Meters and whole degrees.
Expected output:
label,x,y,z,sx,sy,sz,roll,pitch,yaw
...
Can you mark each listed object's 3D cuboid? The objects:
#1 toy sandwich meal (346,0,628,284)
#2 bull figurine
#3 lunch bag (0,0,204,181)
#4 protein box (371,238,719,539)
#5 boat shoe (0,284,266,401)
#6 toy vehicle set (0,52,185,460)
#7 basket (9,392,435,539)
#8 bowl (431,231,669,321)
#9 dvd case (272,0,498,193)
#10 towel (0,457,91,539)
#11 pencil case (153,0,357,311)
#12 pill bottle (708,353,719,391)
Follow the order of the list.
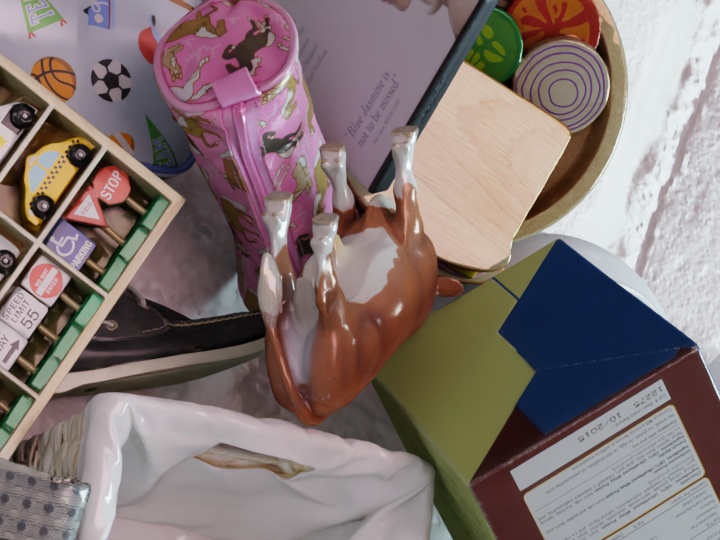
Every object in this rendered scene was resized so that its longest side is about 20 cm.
label,x,y,z,sx,sy,sz,roll,pitch,yaw
toy sandwich meal,0.064,-0.098,1.338,0.204,0.070,0.206,-1,96,-9
bull figurine,0.000,0.000,1.205,0.200,0.065,0.122,-56,140,-60
lunch bag,-0.165,-0.142,1.267,0.160,0.075,0.201,5,74,-30
protein box,0.123,0.123,1.235,0.134,0.199,0.201,-30,112,-6
boat shoe,-0.131,0.032,1.240,0.199,0.072,0.068,-4,79,-32
toy vehicle set,-0.191,0.006,1.165,0.124,0.026,0.200,37,68,-12
basket,-0.085,0.185,1.171,0.197,0.161,0.201,14,68,-30
bowl,0.125,0.061,1.393,0.200,0.090,0.202,10,71,-31
dvd case,-0.021,-0.160,1.278,0.018,0.143,0.200,-15,55,-47
towel,-0.243,0.162,1.075,0.199,0.035,0.194,15,92,0
pencil case,-0.051,-0.057,1.251,0.083,0.086,0.200,-46,144,-22
pill bottle,0.302,0.134,1.477,0.200,0.113,0.114,41,58,-18
